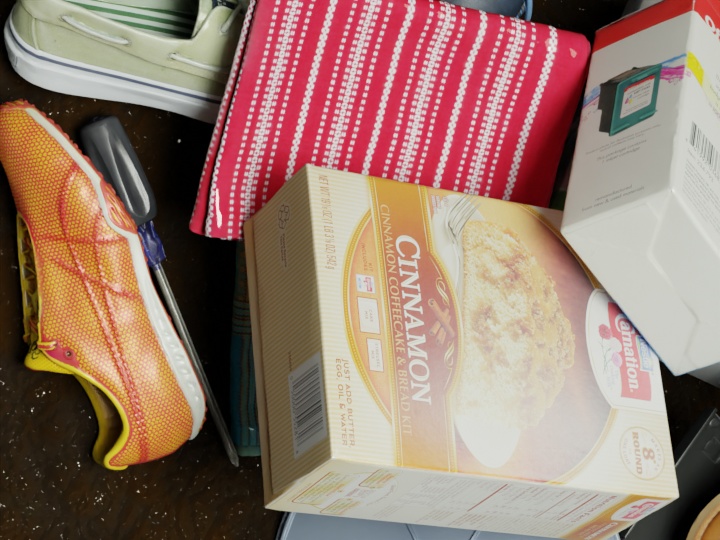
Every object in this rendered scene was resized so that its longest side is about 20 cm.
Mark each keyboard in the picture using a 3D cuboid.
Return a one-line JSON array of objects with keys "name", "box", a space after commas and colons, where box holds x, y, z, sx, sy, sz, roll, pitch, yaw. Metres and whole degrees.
[{"name": "keyboard", "box": [0.146, 0.161, 1.295, 0.127, 0.021, 0.200, 46, 72, -31]}]

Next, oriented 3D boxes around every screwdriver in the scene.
[{"name": "screwdriver", "box": [-0.104, 0.012, 1.228, 0.028, 0.029, 0.201, -26, 104, -27]}]

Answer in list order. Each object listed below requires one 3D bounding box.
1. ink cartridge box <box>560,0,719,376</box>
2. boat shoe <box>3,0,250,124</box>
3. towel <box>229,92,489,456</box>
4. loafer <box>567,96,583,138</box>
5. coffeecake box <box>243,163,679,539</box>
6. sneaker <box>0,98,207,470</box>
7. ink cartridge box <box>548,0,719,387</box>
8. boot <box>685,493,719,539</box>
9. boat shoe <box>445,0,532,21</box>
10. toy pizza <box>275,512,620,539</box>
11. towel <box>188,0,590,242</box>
[{"name": "ink cartridge box", "box": [0.172, -0.060, 1.200, 0.116, 0.067, 0.200, 49, 36, -29]}, {"name": "boat shoe", "box": [-0.082, -0.118, 1.192, 0.199, 0.062, 0.072, 3, 59, -16]}, {"name": "towel", "box": [0.000, 0.000, 1.238, 0.146, 0.022, 0.201, -8, 115, -25]}, {"name": "loafer", "box": [0.022, -0.082, 1.277, 0.199, 0.063, 0.072, 2, 60, -16]}, {"name": "coffeecake box", "box": [0.050, 0.045, 1.151, 0.199, 0.073, 0.154, 9, 61, -29]}, {"name": "sneaker", "box": [-0.145, 0.009, 1.179, 0.077, 0.073, 0.201, -26, 98, -17]}, {"name": "ink cartridge box", "box": [0.191, -0.055, 1.328, 0.144, 0.084, 0.201, 24, 76, 0]}, {"name": "boot", "box": [0.266, 0.149, 1.255, 0.077, 0.155, 0.201, 4, 108, -57]}, {"name": "boat shoe", "box": [0.081, -0.208, 1.309, 0.084, 0.069, 0.201, 17, 80, -27]}, {"name": "toy pizza", "box": [0.047, 0.171, 1.238, 0.032, 0.199, 0.201, 18, 76, -70]}, {"name": "towel", "box": [0.020, -0.070, 1.194, 0.199, 0.022, 0.145, 8, 106, -29]}]
